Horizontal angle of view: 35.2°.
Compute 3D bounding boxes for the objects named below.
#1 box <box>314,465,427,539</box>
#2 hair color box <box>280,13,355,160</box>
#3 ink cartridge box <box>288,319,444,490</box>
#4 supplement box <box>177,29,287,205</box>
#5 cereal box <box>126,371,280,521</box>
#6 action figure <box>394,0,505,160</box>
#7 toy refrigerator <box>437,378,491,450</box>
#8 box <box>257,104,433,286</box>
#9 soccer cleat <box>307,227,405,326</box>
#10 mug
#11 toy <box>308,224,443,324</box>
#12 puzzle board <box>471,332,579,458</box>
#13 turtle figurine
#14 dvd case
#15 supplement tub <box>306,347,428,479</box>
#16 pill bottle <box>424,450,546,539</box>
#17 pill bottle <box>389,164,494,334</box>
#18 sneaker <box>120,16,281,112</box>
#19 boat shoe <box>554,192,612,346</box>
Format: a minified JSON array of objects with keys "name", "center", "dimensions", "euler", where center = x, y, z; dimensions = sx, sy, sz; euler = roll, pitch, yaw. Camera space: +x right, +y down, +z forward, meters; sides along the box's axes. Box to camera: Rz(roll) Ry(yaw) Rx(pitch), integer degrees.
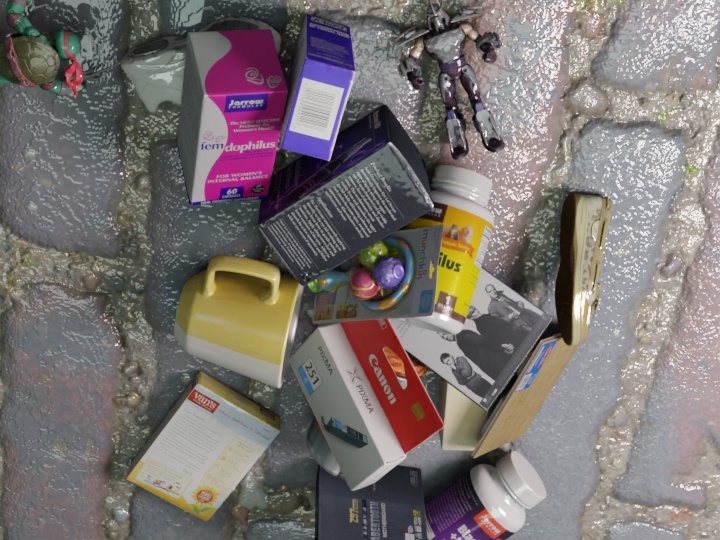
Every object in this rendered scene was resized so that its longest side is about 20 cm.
[{"name":"box","center":[0.013,0.355,1.617],"dimensions":[0.156,0.201,0.051],"euler":[7,121,-5]},{"name":"hair color box","center":[-0.050,-0.218,1.332],"dimensions":[0.064,0.200,0.110],"euler":[13,115,-10]},{"name":"ink cartridge box","center":[0.001,0.156,1.458],"dimensions":[0.044,0.201,0.176],"euler":[-12,157,-40]},{"name":"supplement box","center":[-0.156,-0.179,1.347],"dimensions":[0.100,0.104,0.201],"euler":[-6,146,-17]},{"name":"cereal box","center":[-0.228,0.258,1.650],"dimensions":[0.143,0.040,0.200],"euler":[33,110,-17]},{"name":"action figure","center":[0.119,-0.241,1.402],"dimensions":[0.129,0.069,0.201],"euler":[-15,112,16]},{"name":"toy refrigerator","center":[0.151,0.147,1.589],"dimensions":[0.069,0.076,0.202],"euler":[2,115,-3]},{"name":"box","center":[-0.019,-0.096,1.424],"dimensions":[0.199,0.148,0.105],"euler":[-32,113,12]},{"name":"soccer cleat","center":[0.000,0.000,1.518],"dimensions":[0.085,0.069,0.201],"euler":[32,105,14]},{"name":"mug","center":[-0.160,0.049,1.501],"dimensions":[0.152,0.150,0.188],"euler":[12,111,2]},{"name":"toy","center":[0.008,0.002,1.417],"dimensions":[0.199,0.116,0.047],"euler":[-8,159,43]},{"name":"puzzle board","center":[0.234,0.165,1.579],"dimensions":[0.017,0.150,0.201],"euler":[38,115,26]},{"name":"turtle figurine","center":[-0.400,-0.265,1.359],"dimensions":[0.198,0.101,0.151],"euler":[-9,116,9]},{"name":"dvd case","center":[0.130,0.066,1.499],"dimensions":[0.199,0.025,0.151],"euler":[36,86,11]},{"name":"supplement tub","center":[0.014,0.183,1.575],"dimensions":[0.122,0.123,0.201],"euler":[22,113,-12]},{"name":"pill bottle","center":[0.172,0.357,1.672],"dimensions":[0.200,0.112,0.111],"euler":[-41,111,17]},{"name":"pill bottle","center":[0.105,-0.027,1.449],"dimensions":[0.108,0.109,0.202],"euler":[18,83,-11]},{"name":"sneaker","center":[-0.186,-0.246,1.393],"dimensions":[0.198,0.078,0.100],"euler":[-10,124,11]},{"name":"boat shoe","center":[0.298,0.000,1.497],"dimensions":[0.062,0.073,0.202],"euler":[3,94,-10]}]
